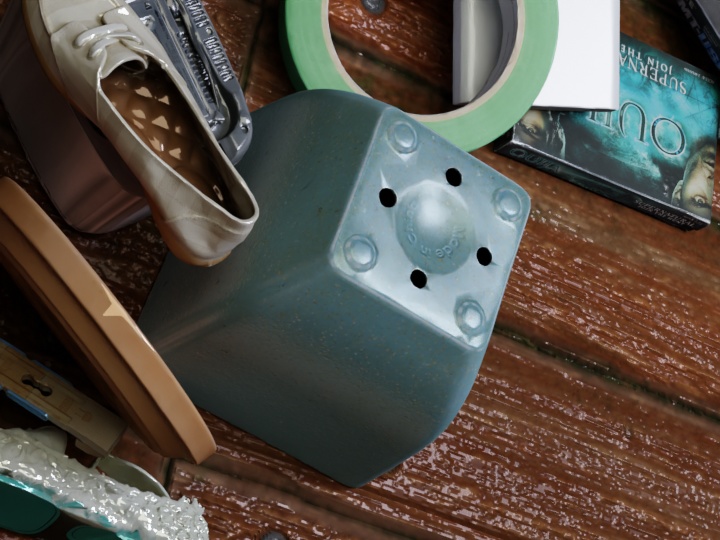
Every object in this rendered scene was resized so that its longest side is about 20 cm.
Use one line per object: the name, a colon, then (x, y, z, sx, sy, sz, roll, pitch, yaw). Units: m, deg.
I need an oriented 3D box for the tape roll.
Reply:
tape roll: (0.041, -0.178, 1.140, 0.198, 0.048, 0.203, 0, 89, -10)

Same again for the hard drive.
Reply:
hard drive: (0.134, -0.224, 1.201, 0.130, 0.027, 0.203, 1, 89, -17)

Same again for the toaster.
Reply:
toaster: (-0.152, -0.108, 1.003, 0.113, 0.129, 0.202, -26, 89, -32)

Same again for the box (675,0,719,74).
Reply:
box: (0.376, -0.232, 1.327, 0.197, 0.050, 0.201, -26, 75, -7)

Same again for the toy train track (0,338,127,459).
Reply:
toy train track: (-0.228, 0.053, 0.940, 0.199, 0.033, 0.115, 31, 55, 6)

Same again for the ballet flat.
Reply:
ballet flat: (-0.176, 0.134, 0.962, 0.199, 0.072, 0.072, 31, 62, -26)

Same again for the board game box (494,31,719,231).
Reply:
board game box: (0.203, -0.126, 1.274, 0.198, 0.028, 0.137, 19, 67, -24)

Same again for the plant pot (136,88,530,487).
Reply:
plant pot: (0.000, 0.000, 1.018, 0.195, 0.200, 0.198, 30, 63, -20)

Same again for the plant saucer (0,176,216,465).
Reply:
plant saucer: (-0.157, 0.035, 0.923, 0.032, 0.200, 0.201, -38, 96, -12)

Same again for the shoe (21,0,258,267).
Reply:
shoe: (-0.122, -0.098, 0.908, 0.070, 0.053, 0.201, -35, 94, -33)
